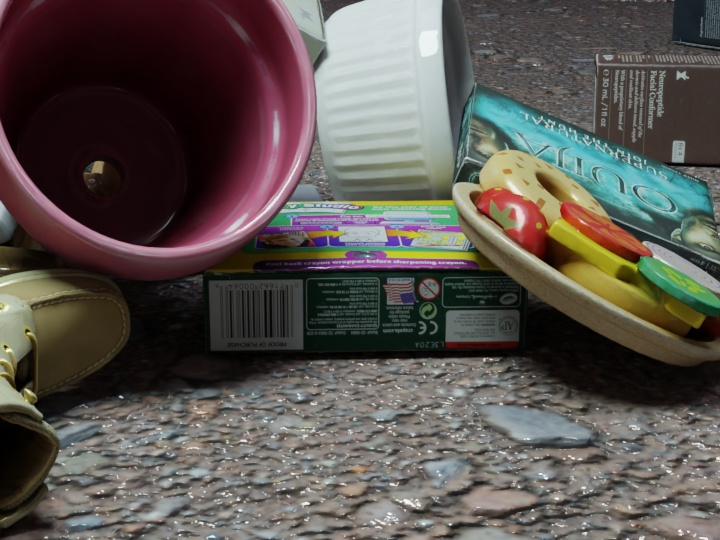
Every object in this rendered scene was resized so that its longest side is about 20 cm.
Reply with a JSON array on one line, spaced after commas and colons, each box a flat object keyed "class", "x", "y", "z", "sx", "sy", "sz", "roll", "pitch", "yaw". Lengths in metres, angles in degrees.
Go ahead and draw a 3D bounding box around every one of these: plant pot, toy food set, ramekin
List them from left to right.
[{"class": "plant pot", "x": -0.145, "y": -0.084, "z": 0.834, "sx": 0.198, "sy": 0.203, "sz": 0.179, "roll": -8, "pitch": -9, "yaw": -24}, {"class": "ramekin", "x": 0.032, "y": -0.123, "z": 1.075, "sx": 0.104, "sy": 0.203, "sz": 0.200, "roll": -7, "pitch": 15, "yaw": 12}, {"class": "toy food set", "x": 0.145, "y": -0.007, "z": 0.821, "sx": 0.197, "sy": 0.049, "sz": 0.200, "roll": 33, "pitch": 14, "yaw": 12}]

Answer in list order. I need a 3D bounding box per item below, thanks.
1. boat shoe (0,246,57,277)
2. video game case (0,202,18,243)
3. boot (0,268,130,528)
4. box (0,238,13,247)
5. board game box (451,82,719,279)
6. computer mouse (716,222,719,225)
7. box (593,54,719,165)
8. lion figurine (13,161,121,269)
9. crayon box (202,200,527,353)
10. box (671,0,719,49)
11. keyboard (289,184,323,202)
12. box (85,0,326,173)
[{"class": "boat shoe", "x": -0.275, "y": 0.016, "z": 0.831, "sx": 0.198, "sy": 0.065, "sz": 0.071, "roll": 7, "pitch": 16, "yaw": 25}, {"class": "video game case", "x": -0.313, "y": -0.055, "z": 0.975, "sx": 0.180, "sy": 0.024, "sz": 0.201, "roll": -15, "pitch": 30, "yaw": 10}, {"class": "boot", "x": -0.176, "y": 0.061, "z": 0.673, "sx": 0.198, "sy": 0.074, "sz": 0.155, "roll": -15, "pitch": 22, "yaw": -36}, {"class": "box", "x": -0.270, "y": -0.066, "z": 1.125, "sx": 0.156, "sy": 0.050, "sz": 0.200, "roll": 6, "pitch": 18, "yaw": 21}, {"class": "board game box", "x": 0.165, "y": -0.063, "z": 0.988, "sx": 0.198, "sy": 0.028, "sz": 0.136, "roll": 22, "pitch": 30, "yaw": -5}, {"class": "computer mouse", "x": 0.255, "y": -0.034, "z": 1.068, "sx": 0.198, "sy": 0.034, "sz": 0.059, "roll": 13, "pitch": 29, "yaw": 16}, {"class": "box", "x": 0.330, "y": -0.159, "z": 1.343, "sx": 0.197, "sy": 0.102, "sz": 0.075, "roll": 1, "pitch": 17, "yaw": 8}, {"class": "lion figurine", "x": -0.149, "y": -0.038, "z": 0.978, "sx": 0.198, "sy": 0.124, "sz": 0.072, "roll": 8, "pitch": -3, "yaw": -28}, {"class": "crayon box", "x": 0.000, "y": 0.000, "z": 0.898, "sx": 0.197, "sy": 0.059, "sz": 0.173, "roll": 0, "pitch": 16, "yaw": -2}, {"class": "box", "x": 0.631, "y": -0.414, "z": 2.132, "sx": 0.198, "sy": 0.126, "sz": 0.196, "roll": -11, "pitch": 18, "yaw": -32}, {"class": "keyboard", "x": -0.051, "y": -0.046, "z": 1.136, "sx": 0.055, "sy": 0.011, "sz": 0.200, "roll": 2, "pitch": 17, "yaw": -12}, {"class": "box", "x": -0.131, "y": -0.152, "z": 1.063, "sx": 0.127, "sy": 0.201, "sz": 0.109, "roll": 25, "pitch": 28, "yaw": -22}]
